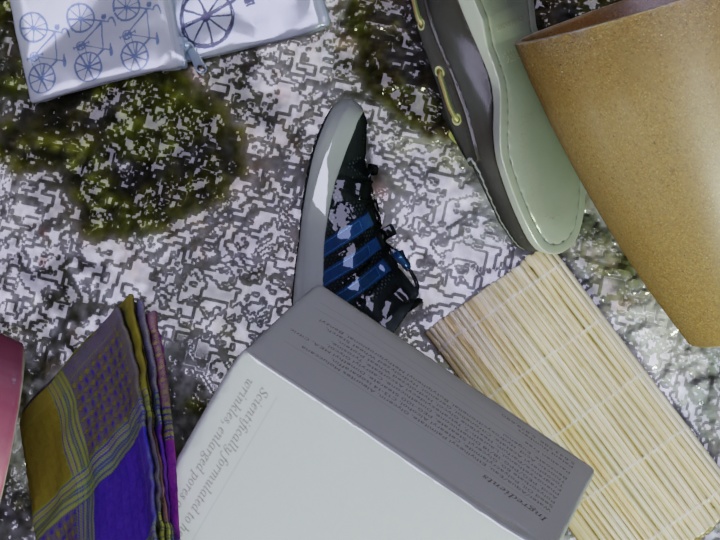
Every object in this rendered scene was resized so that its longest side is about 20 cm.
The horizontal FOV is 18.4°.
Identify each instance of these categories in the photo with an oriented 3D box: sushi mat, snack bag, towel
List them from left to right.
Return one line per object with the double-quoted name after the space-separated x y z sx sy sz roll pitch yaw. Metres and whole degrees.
-0.147 0.129 1.232 0.023 0.144 0.201 16 49 -34 "towel"
-0.127 -0.213 1.380 0.198 0.021 0.190 -11 83 1 "snack bag"
0.135 0.089 1.340 0.095 0.012 0.201 -36 83 -3 "sushi mat"

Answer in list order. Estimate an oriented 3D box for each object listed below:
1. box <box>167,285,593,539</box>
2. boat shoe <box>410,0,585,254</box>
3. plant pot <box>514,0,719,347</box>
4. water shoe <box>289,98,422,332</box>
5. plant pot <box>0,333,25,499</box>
-0.009 0.154 1.245 0.199 0.131 0.200 33 112 5 "box"
0.081 -0.105 1.342 0.071 0.060 0.203 -16 92 -44 "boat shoe"
0.207 -0.066 1.285 0.185 0.186 0.202 -19 98 0 "plant pot"
0.000 0.000 1.331 0.078 0.072 0.202 7 94 0 "water shoe"
-0.292 0.086 1.278 0.177 0.200 0.202 12 84 -12 "plant pot"
